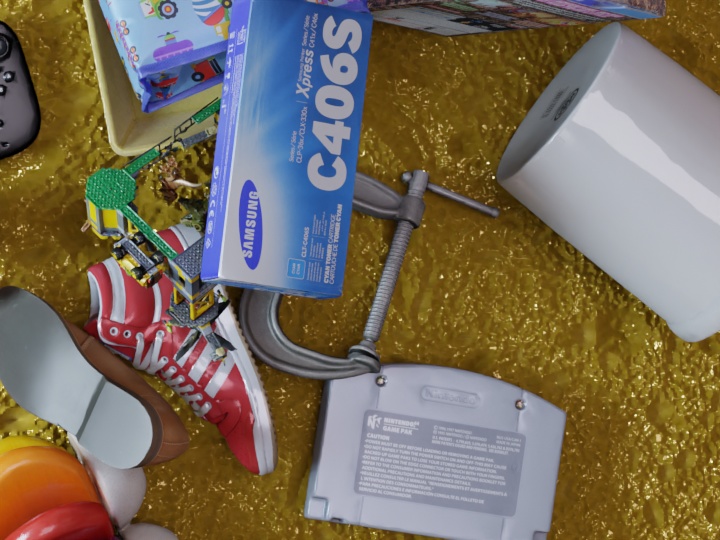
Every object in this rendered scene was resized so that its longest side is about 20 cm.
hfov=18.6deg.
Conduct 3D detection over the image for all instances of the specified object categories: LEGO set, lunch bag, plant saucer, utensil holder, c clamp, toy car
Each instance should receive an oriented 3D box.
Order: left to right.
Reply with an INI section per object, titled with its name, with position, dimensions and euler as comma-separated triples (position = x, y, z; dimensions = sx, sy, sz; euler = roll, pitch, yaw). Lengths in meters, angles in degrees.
[toy car]
position = -0.215, 0.215, 1.594
dimensions = 0.174, 0.150, 0.201
euler = -28, 95, -14
[plant saucer]
position = -0.115, -0.200, 1.687
dimensions = 0.198, 0.048, 0.202
euler = -11, 90, -15
[LEGO set]
position = -0.105, -0.035, 1.619
dimensions = 0.153, 0.116, 0.200
euler = 35, 61, 18
[lunch bag]
position = -0.094, -0.228, 1.595
dimensions = 0.198, 0.094, 0.152
euler = -21, 80, -7
[c clamp]
position = 0.000, 0.000, 1.705
dimensions = 0.170, 0.027, 0.201
euler = 26, 71, -6
[utensil holder]
position = 0.229, -0.071, 1.712
dimensions = 0.199, 0.170, 0.171
euler = 37, 80, -10

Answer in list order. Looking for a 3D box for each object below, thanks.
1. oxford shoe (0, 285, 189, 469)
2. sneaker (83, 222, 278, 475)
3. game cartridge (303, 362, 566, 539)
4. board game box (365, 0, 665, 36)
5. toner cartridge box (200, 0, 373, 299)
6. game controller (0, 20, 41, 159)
[oxford shoe]
position = -0.204, 0.082, 1.619
dimensions = 0.200, 0.071, 0.072
euler = 40, 105, 28
[sneaker]
position = -0.140, 0.073, 1.659
dimensions = 0.112, 0.071, 0.202
euler = -21, 86, -18
[game cartridge]
position = 0.060, 0.143, 1.729
dimensions = 0.198, 0.040, 0.135
euler = 11, 89, -14
[board game box]
position = 0.105, -0.238, 1.641
dimensions = 0.159, 0.199, 0.098
euler = 3, 87, -55
[toner cartridge box]
position = -0.051, -0.086, 1.534
dimensions = 0.094, 0.043, 0.202
euler = 8, 84, -22
[game controller]
position = -0.338, -0.114, 1.628
dimensions = 0.198, 0.042, 0.105
euler = -19, 93, -14
